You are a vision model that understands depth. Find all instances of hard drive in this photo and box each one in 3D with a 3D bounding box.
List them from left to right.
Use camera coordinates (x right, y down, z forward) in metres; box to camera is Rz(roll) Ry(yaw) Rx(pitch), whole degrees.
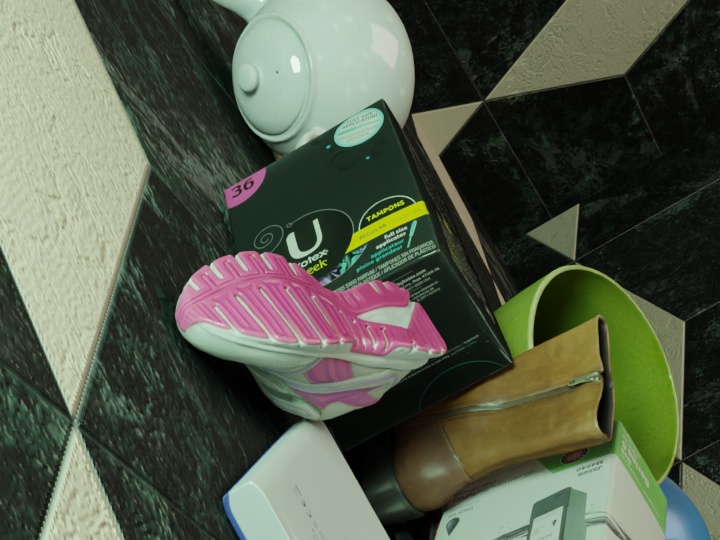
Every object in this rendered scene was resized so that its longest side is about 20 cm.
[{"bbox_3d":[-0.020,0.163,0.854,0.133,0.025,0.200,61,9,0],"label":"hard drive"}]

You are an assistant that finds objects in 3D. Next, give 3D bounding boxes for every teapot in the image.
[{"bbox_3d":[-0.053,-0.181,1.379,0.145,0.199,0.200,-11,108,-43],"label":"teapot"}]

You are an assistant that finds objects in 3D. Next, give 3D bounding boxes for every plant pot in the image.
[{"bbox_3d":[0.128,0.117,1.204,0.186,0.199,0.189,23,55,-37],"label":"plant pot"}]

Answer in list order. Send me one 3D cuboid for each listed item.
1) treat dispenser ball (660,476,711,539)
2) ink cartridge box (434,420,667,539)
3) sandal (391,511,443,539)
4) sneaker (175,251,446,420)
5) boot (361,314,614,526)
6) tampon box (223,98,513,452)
[{"bbox_3d":[0.225,0.273,1.333,0.202,0.200,0.201,58,9,-15],"label":"treat dispenser ball"},{"bbox_3d":[0.124,0.209,0.985,0.084,0.145,0.200,58,25,-17],"label":"ink cartridge box"},{"bbox_3d":[0.064,0.224,1.072,0.075,0.045,0.201,51,13,-39],"label":"sandal"},{"bbox_3d":[-0.038,0.052,0.907,0.199,0.088,0.082,15,33,-41],"label":"sneaker"},{"bbox_3d":[0.088,0.075,1.065,0.068,0.199,0.189,44,32,-30],"label":"boot"},{"bbox_3d":[0.000,0.000,1.079,0.127,0.149,0.201,55,10,-38],"label":"tampon box"}]
